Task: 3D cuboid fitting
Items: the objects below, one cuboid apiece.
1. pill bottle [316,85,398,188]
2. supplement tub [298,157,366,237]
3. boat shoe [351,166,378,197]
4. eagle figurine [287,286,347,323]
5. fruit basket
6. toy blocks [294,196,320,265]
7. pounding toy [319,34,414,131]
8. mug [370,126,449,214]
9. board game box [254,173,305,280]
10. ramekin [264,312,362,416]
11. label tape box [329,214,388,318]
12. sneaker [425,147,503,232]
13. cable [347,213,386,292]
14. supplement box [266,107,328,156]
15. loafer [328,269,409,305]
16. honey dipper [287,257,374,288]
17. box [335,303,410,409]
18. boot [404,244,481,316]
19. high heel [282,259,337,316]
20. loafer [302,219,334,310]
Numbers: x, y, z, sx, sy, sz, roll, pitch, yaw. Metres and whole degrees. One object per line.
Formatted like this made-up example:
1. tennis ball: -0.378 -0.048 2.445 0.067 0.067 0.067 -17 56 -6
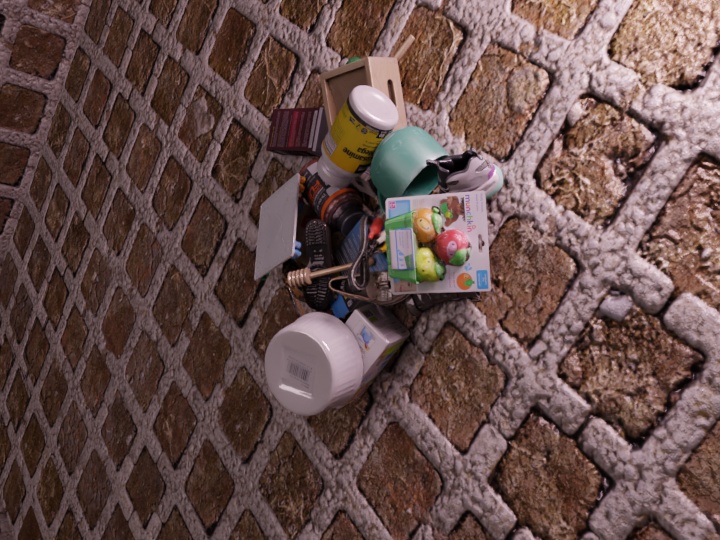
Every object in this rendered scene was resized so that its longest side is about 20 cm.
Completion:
1. pill bottle: -0.013 -0.271 1.438 0.201 0.110 0.114 -53 51 40
2. supplement tub: -0.062 -0.165 1.598 0.108 0.106 0.201 -56 50 22
3. boat shoe: 0.022 -0.229 1.564 0.092 0.075 0.200 -39 34 -8
4. eagle figurine: -0.110 0.144 1.538 0.151 0.148 0.204 54 131 53
5. fruit basket: 0.143 -0.049 1.308 0.195 0.093 0.190 -1 98 25
6. toy blocks: -0.136 -0.097 1.670 0.199 0.098 0.139 31 98 59
7. pounding toy: 0.026 -0.401 1.542 0.181 0.141 0.205 -4 98 43
8. mug: 0.082 -0.203 1.410 0.185 0.152 0.115 -46 74 12
9. board game box: -0.189 -0.097 1.621 0.199 0.025 0.205 -29 54 52
10. ramekin: -0.101 0.194 1.409 0.196 0.097 0.206 5 100 28
11. label tape box: 0.000 0.000 1.543 0.200 0.062 0.146 -48 54 32
12. sneaker: 0.164 -0.163 1.344 0.199 0.139 0.079 -41 35 25
13. cable: 0.020 -0.046 1.398 0.050 0.201 0.098 -22 112 35
14. supplement box: -0.149 -0.347 1.743 0.197 0.060 0.112 12 91 44
15. loafer: 0.017 0.035 1.433 0.197 0.062 0.074 -2 86 44
16. honey dipper: -0.063 -0.001 1.489 0.196 0.038 0.039 -15 72 18
17. box: -0.004 0.179 1.471 0.101 0.112 0.201 44 115 17
18. boot: 0.160 -0.013 1.398 0.172 0.069 0.205 -23 72 34
19. high heel: -0.111 0.034 1.634 0.142 0.071 0.204 -31 79 44
20. loafer: -0.085 -0.014 1.552 0.071 0.071 0.205 6 100 14
